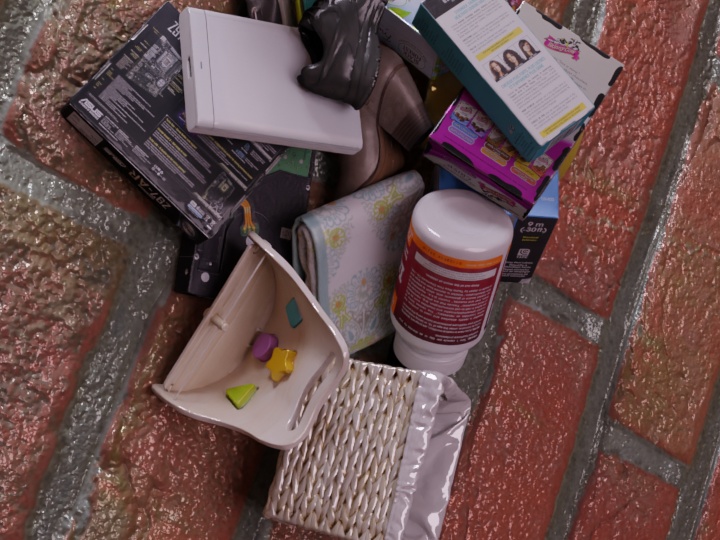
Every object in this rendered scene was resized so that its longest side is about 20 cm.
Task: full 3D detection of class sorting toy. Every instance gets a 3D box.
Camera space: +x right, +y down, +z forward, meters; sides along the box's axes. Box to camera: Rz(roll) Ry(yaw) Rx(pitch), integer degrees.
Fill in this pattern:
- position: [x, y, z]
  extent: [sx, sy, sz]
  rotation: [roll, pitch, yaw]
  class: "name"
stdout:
- position: [-0.091, 0.094, 1.546]
  extent: [0.107, 0.180, 0.200]
  rotation: [28, 96, -45]
  class: "sorting toy"

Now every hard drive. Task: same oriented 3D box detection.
- position: [-0.125, -0.062, 1.637]
  extent: [0.139, 0.038, 0.201]
  rotation: [12, 84, -37]
  class: "hard drive"
- position: [-0.092, -0.197, 1.568]
  extent: [0.199, 0.027, 0.132]
  rotation: [5, 70, -34]
  class: "hard drive"

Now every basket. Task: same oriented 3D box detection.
- position: [0.013, 0.202, 1.624]
  extent: [0.198, 0.160, 0.201]
  rotation: [44, 60, -71]
  class: "basket"

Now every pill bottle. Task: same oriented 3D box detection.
- position: [0.095, 0.018, 1.664]
  extent: [0.113, 0.113, 0.200]
  rotation: [-22, 139, -36]
  class: "pill bottle"

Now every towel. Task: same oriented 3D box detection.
- position: [0.000, 0.000, 1.690]
  extent: [0.171, 0.048, 0.201]
  rotation: [-27, 130, -36]
  class: "towel"

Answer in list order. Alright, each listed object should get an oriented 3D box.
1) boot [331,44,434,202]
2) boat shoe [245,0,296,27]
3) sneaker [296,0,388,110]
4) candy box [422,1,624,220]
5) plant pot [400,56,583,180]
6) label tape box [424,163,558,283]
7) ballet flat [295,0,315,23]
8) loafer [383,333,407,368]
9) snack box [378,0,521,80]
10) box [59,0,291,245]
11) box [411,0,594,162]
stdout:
- position: [-0.011, -0.165, 1.691]
  extent: [0.146, 0.200, 0.070]
  rotation: [48, 26, 9]
  class: "boot"
- position: [-0.103, -0.272, 1.650]
  extent: [0.067, 0.057, 0.201]
  rotation: [-33, 119, -75]
  class: "boat shoe"
- position: [-0.018, -0.273, 1.582]
  extent: [0.090, 0.076, 0.201]
  rotation: [11, 69, -11]
  class: "sneaker"
- position: [0.178, -0.175, 1.632]
  extent: [0.136, 0.061, 0.200]
  rotation: [34, 74, 4]
  class: "candy box"
- position: [0.140, -0.200, 1.756]
  extent: [0.188, 0.201, 0.202]
  rotation: [8, 85, -22]
  class: "plant pot"
- position: [0.148, -0.068, 1.722]
  extent: [0.144, 0.200, 0.063]
  rotation: [3, 55, -9]
  class: "label tape box"
- position: [-0.055, -0.350, 1.640]
  extent: [0.067, 0.067, 0.201]
  rotation: [-7, 105, -11]
  class: "ballet flat"
- position: [0.046, 0.170, 1.754]
  extent: [0.063, 0.072, 0.201]
  rotation: [-3, 95, -34]
  class: "loafer"
- position: [0.061, -0.314, 1.692]
  extent: [0.142, 0.200, 0.053]
  rotation: [-35, 153, -32]
  class: "snack box"
- position: [-0.185, -0.152, 1.552]
  extent: [0.200, 0.044, 0.160]
  rotation: [44, 66, -13]
  class: "box"
- position: [0.149, -0.217, 1.580]
  extent: [0.082, 0.049, 0.200]
  rotation: [-35, 81, -21]
  class: "box"
